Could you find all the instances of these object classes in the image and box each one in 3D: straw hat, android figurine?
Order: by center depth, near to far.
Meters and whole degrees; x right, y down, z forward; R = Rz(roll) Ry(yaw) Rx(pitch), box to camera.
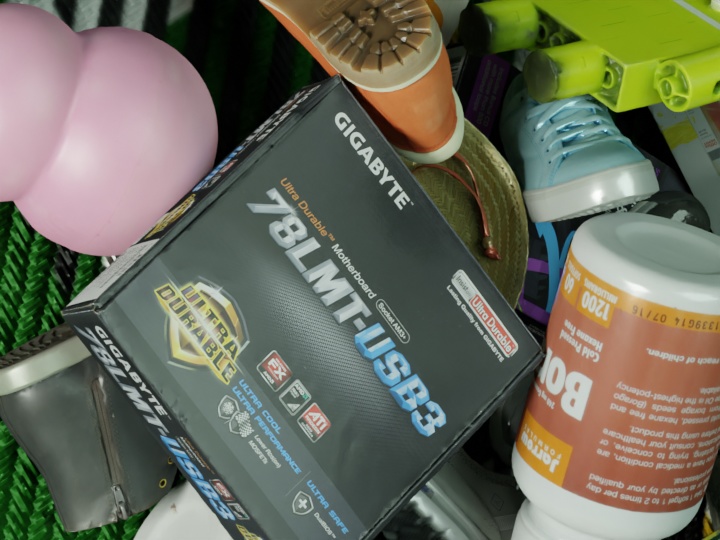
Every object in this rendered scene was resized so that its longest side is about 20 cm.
[{"bbox_3d":[0.000,0.000,1.577,0.200,0.085,0.202,0,81,-1],"label":"straw hat"},{"bbox_3d":[0.162,-0.145,1.597,0.200,0.182,0.041,-14,127,-32],"label":"android figurine"}]

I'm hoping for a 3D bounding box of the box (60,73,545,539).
[{"bbox_3d":[-0.027,0.034,1.446,0.198,0.050,0.200,-43,107,-25],"label":"box"}]

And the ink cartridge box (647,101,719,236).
[{"bbox_3d":[0.251,-0.136,1.765,0.145,0.083,0.200,-44,110,-47],"label":"ink cartridge box"}]

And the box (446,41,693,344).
[{"bbox_3d":[0.114,-0.034,1.701,0.200,0.036,0.143,29,68,-31],"label":"box"}]

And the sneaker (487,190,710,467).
[{"bbox_3d":[0.168,0.053,1.638,0.075,0.115,0.200,32,93,-29],"label":"sneaker"}]

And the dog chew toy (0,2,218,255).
[{"bbox_3d":[-0.178,-0.085,1.452,0.200,0.124,0.125,20,73,-24],"label":"dog chew toy"}]

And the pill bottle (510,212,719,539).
[{"bbox_3d":[0.148,0.078,1.522,0.112,0.112,0.200,-1,115,-36],"label":"pill bottle"}]

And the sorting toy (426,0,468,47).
[{"bbox_3d":[-0.011,-0.241,1.619,0.180,0.107,0.200,16,74,-13],"label":"sorting toy"}]

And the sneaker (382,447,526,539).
[{"bbox_3d":[0.089,0.162,1.633,0.200,0.075,0.082,47,57,-24],"label":"sneaker"}]

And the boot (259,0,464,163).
[{"bbox_3d":[-0.008,-0.138,1.525,0.075,0.200,0.107,-34,139,-2],"label":"boot"}]

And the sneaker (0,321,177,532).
[{"bbox_3d":[-0.097,0.059,1.498,0.200,0.075,0.106,-25,102,-9],"label":"sneaker"}]

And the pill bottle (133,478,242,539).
[{"bbox_3d":[-0.028,0.199,1.524,0.200,0.109,0.110,31,67,-29],"label":"pill bottle"}]

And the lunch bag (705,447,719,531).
[{"bbox_3d":[0.268,0.129,1.686,0.200,0.117,0.164,-9,89,-79],"label":"lunch bag"}]

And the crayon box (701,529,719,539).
[{"bbox_3d":[0.139,0.263,1.600,0.200,0.173,0.058,-30,62,-34],"label":"crayon box"}]

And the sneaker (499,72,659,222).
[{"bbox_3d":[0.115,-0.079,1.574,0.074,0.200,0.082,-18,101,-9],"label":"sneaker"}]
